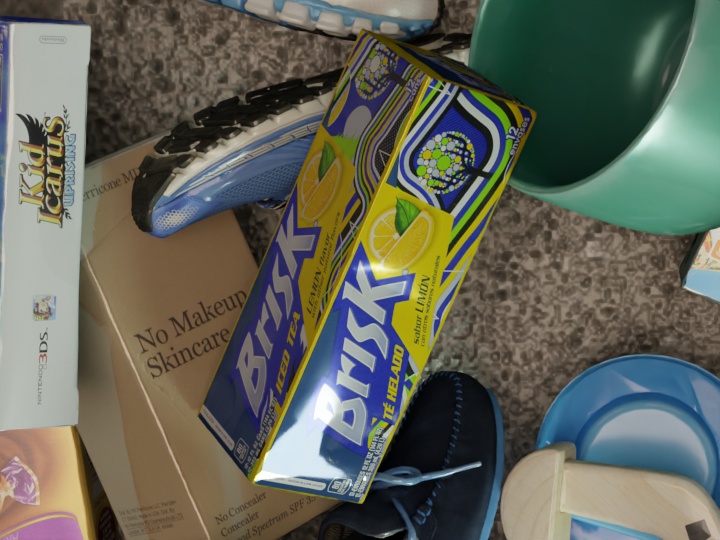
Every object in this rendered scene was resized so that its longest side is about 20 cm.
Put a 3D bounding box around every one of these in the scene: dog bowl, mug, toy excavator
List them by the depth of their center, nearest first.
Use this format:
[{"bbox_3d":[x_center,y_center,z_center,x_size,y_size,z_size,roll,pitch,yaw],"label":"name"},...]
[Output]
[{"bbox_3d":[0.137,-0.107,0.939,0.152,0.114,0.186,-34,51,44],"label":"mug"},{"bbox_3d":[0.182,0.153,0.955,0.194,0.100,0.201,-22,83,20],"label":"toy excavator"},{"bbox_3d":[0.129,0.135,1.028,0.111,0.050,0.201,17,99,5],"label":"dog bowl"}]

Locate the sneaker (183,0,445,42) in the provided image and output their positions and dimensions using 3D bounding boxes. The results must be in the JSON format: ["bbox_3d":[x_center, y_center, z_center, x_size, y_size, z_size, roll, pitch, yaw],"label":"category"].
[{"bbox_3d":[-0.052,-0.165,1.004,0.199,0.075,0.087,15,93,5],"label":"sneaker"}]

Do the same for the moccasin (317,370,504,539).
[{"bbox_3d":[0.015,0.129,0.969,0.068,0.080,0.201,30,56,-21],"label":"moccasin"}]

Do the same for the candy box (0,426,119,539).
[{"bbox_3d":[-0.182,0.161,1.068,0.116,0.056,0.201,-9,98,7],"label":"candy box"}]

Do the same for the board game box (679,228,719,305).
[{"bbox_3d":[0.258,-0.056,0.982,0.147,0.064,0.201,24,101,3],"label":"board game box"}]

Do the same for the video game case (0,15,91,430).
[{"bbox_3d":[-0.197,-0.031,0.986,0.045,0.200,0.182,-4,100,-36],"label":"video game case"}]

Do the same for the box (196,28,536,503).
[{"bbox_3d":[0.000,0.000,0.934,0.064,0.070,0.201,14,106,-33],"label":"box"}]

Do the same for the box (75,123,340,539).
[{"bbox_3d":[-0.093,0.040,1.011,0.078,0.095,0.201,-18,98,53],"label":"box"}]

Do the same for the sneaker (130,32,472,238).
[{"bbox_3d":[-0.012,-0.047,0.983,0.199,0.079,0.089,-19,104,-20],"label":"sneaker"}]
